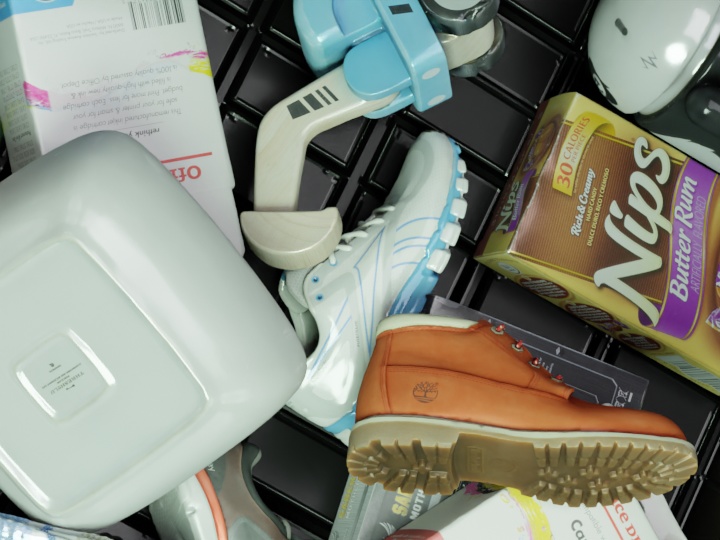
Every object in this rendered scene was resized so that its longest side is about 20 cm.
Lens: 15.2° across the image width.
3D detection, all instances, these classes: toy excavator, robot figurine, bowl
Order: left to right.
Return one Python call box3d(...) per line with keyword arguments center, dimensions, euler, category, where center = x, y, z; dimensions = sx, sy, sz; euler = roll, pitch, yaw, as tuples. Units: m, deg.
box3d(center=(-0.157, 0.046, 1.491), dimensions=(0.200, 0.075, 0.200), euler=(-34, 101, 22), category="bowl")
box3d(center=(-0.006, -0.120, 1.613), dimensions=(0.200, 0.100, 0.195), euler=(-25, 74, -1), category="toy excavator")
box3d(center=(0.238, -0.123, 1.690), dimensions=(0.200, 0.150, 0.125), euler=(29, 78, -15), category="robot figurine")

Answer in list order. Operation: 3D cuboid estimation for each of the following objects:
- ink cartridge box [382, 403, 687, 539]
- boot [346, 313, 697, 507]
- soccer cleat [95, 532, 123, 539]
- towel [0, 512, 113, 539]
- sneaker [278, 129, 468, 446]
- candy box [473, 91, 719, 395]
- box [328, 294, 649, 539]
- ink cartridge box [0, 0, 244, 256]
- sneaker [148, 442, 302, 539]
box3d(center=(0.110, 0.172, 1.602), dimensions=(0.200, 0.067, 0.117), euler=(-32, 97, -21), category="ink cartridge box")
box3d(center=(0.097, 0.075, 1.554), dimensions=(0.200, 0.075, 0.107), euler=(7, 56, 0), category="boot")
box3d(center=(-0.136, 0.248, 1.556), dimensions=(0.073, 0.068, 0.200), euler=(-21, 107, 10), category="soccer cleat")
box3d(center=(-0.192, 0.207, 1.479), dimensions=(0.200, 0.024, 0.147), euler=(15, 79, -4), category="towel")
box3d(center=(0.000, 0.000, 1.622), dimensions=(0.087, 0.075, 0.200), euler=(24, 77, -14), category="sneaker")
box3d(center=(0.183, -0.014, 1.708), dimensions=(0.200, 0.056, 0.117), euler=(28, 76, -17), category="candy box")
box3d(center=(0.075, 0.134, 1.653), dimensions=(0.158, 0.048, 0.200), euler=(21, 78, -19), category="box")
box3d(center=(-0.147, -0.091, 1.567), dimensions=(0.115, 0.068, 0.200), euler=(-11, 89, -24), category="ink cartridge box")
box3d(center=(-0.056, 0.193, 1.582), dimensions=(0.082, 0.077, 0.200), euler=(-19, 94, -29), category="sneaker")
